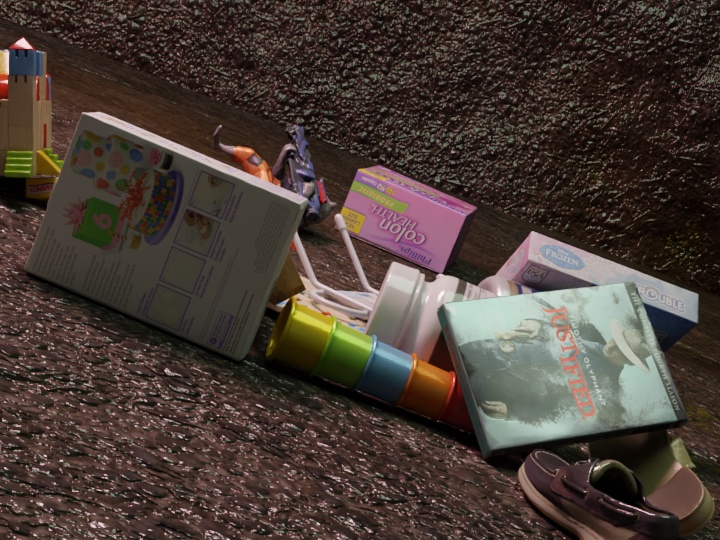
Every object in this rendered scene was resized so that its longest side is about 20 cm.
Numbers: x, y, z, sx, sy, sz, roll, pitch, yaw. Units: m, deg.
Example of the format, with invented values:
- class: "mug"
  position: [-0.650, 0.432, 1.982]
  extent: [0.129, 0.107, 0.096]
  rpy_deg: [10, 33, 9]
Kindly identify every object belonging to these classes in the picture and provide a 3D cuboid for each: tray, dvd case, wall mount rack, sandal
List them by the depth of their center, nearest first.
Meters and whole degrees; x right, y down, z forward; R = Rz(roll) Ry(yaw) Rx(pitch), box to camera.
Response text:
- class: "dvd case"
  position: [0.179, 0.084, 1.315]
  extent: [0.199, 0.022, 0.146]
  rpy_deg: [-4, 62, -23]
- class: "sandal"
  position: [0.269, 0.190, 1.335]
  extent: [0.070, 0.078, 0.212]
  rpy_deg: [52, 5, -23]
- class: "tray"
  position: [-0.104, -0.029, 1.380]
  extent: [0.099, 0.037, 0.200]
  rpy_deg: [65, -8, -10]
- class: "wall mount rack"
  position: [0.000, 0.000, 1.593]
  extent: [0.173, 0.075, 0.200]
  rpy_deg: [27, 9, 28]

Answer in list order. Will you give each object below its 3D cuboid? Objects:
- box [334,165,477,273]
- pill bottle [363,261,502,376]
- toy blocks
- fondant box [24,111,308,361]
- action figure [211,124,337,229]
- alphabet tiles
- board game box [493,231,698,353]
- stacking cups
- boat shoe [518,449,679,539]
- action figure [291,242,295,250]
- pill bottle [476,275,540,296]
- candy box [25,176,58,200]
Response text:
- class: "box"
  position: [0.073, -0.081, 2.259]
  extent: [0.175, 0.097, 0.200]
  rpy_deg: [24, 10, 7]
- class: "pill bottle"
  position: [0.104, 0.074, 1.384]
  extent: [0.199, 0.114, 0.114]
  rpy_deg: [22, 9, 0]
- class: "toy blocks"
  position: [-0.355, -0.171, 1.547]
  extent: [0.100, 0.137, 0.200]
  rpy_deg: [1, 6, -5]
- class: "fondant box"
  position: [-0.162, -0.030, 1.251]
  extent: [0.199, 0.145, 0.058]
  rpy_deg: [23, 10, 0]
- class: "action figure"
  position: [-0.123, -0.124, 2.038]
  extent: [0.193, 0.105, 0.200]
  rpy_deg: [24, 33, -19]
- class: "alphabet tiles"
  position: [-0.062, 0.032, 1.544]
  extent: [0.200, 0.015, 0.196]
  rpy_deg: [25, 9, 14]
- class: "board game box"
  position: [0.228, 0.057, 1.609]
  extent: [0.199, 0.199, 0.043]
  rpy_deg: [20, 53, -12]
- class: "stacking cups"
  position: [0.019, 0.087, 1.296]
  extent: [0.199, 0.061, 0.061]
  rpy_deg: [23, 9, -13]
- class: "boat shoe"
  position: [0.187, 0.177, 1.142]
  extent: [0.072, 0.065, 0.200]
  rpy_deg: [17, 10, -22]
- class: "action figure"
  position: [-0.167, -0.041, 1.581]
  extent: [0.199, 0.052, 0.065]
  rpy_deg: [8, -6, -28]
- class: "pill bottle"
  position: [0.203, 0.090, 1.525]
  extent: [0.199, 0.116, 0.116]
  rpy_deg: [20, 9, -12]
- class: "candy box"
  position: [-0.251, -0.078, 1.589]
  extent: [0.102, 0.027, 0.200]
  rpy_deg: [3, -2, 32]
